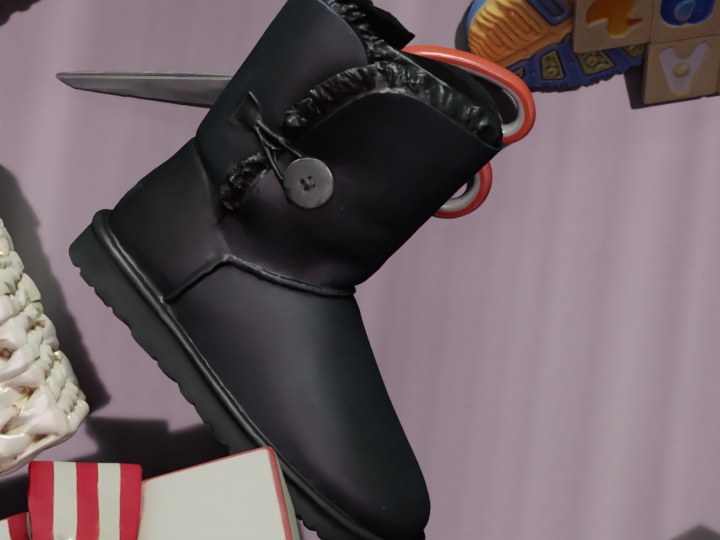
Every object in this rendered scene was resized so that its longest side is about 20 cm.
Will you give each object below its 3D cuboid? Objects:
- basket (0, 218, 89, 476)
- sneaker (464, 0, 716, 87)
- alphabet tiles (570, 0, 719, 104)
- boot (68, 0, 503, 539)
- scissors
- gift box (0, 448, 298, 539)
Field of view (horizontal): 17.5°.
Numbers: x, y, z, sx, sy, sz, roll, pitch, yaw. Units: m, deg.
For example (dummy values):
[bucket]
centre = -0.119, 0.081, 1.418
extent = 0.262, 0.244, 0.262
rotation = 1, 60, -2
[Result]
[basket]
centre = -0.215, 0.051, 0.928
extent = 0.199, 0.136, 0.124
rotation = -29, 93, -2
[sneaker]
centre = 0.125, -0.157, 0.983
extent = 0.200, 0.088, 0.075
rotation = -35, 135, 14
[alphabet tiles]
centre = 0.168, -0.152, 0.936
extent = 0.166, 0.006, 0.201
rotation = -9, 134, -10
[boot]
centre = 0.000, 0.000, 0.947
extent = 0.168, 0.076, 0.200
rotation = -44, 85, 16
[scissors]
centre = -0.026, -0.080, 0.986
extent = 0.199, 0.014, 0.073
rotation = 19, 116, 0
[gift box]
centre = -0.095, 0.191, 0.837
extent = 0.199, 0.185, 0.187
rotation = -17, 125, -6
